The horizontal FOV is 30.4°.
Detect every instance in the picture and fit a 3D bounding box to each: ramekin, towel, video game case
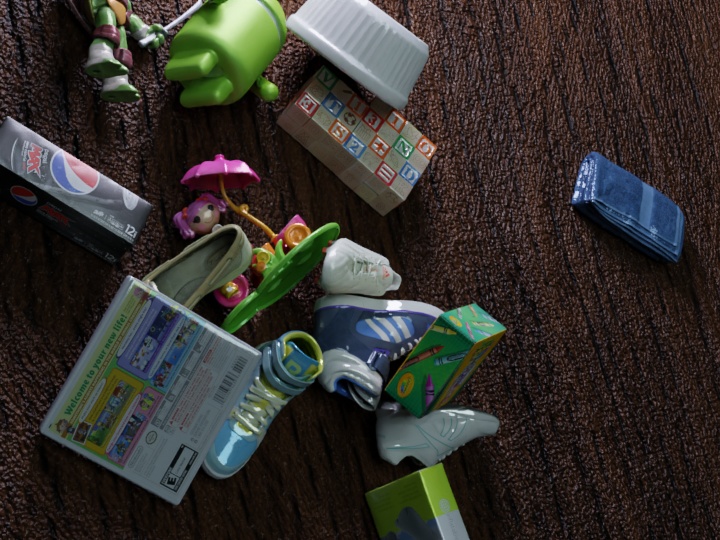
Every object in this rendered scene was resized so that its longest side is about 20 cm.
[{"bbox_3d":[0.003,-0.312,1.795,0.202,0.094,0.202,35,10,-7],"label":"ramekin"},{"bbox_3d":[0.426,-0.100,2.076,0.199,0.048,0.112,29,55,-19],"label":"towel"},{"bbox_3d":[-0.236,0.137,1.502,0.182,0.022,0.201,32,81,-18],"label":"video game case"}]

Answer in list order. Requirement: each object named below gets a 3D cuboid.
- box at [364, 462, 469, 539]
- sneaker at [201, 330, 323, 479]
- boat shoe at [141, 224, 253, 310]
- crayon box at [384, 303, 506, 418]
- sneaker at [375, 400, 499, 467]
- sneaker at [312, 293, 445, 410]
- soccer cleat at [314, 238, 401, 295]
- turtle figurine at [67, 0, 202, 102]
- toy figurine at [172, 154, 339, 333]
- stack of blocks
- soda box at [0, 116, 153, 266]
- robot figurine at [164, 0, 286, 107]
[{"bbox_3d":[0.085,0.347,1.605,0.047,0.122,0.201,-10,75,-40],"label":"box"},{"bbox_3d":[-0.115,0.148,1.558,0.079,0.130,0.201,37,54,-15],"label":"sneaker"},{"bbox_3d":[-0.214,0.019,1.543,0.200,0.063,0.073,-35,72,-5],"label":"boat shoe"},{"bbox_3d":[0.110,0.110,1.668,0.058,0.119,0.200,38,13,12],"label":"crayon box"},{"bbox_3d":[0.096,0.212,1.718,0.199,0.070,0.081,5,91,-36],"label":"sneaker"},{"bbox_3d":[0.029,0.115,1.695,0.199,0.081,0.147,10,61,-27],"label":"sneaker"},{"bbox_3d":[0.000,0.000,1.675,0.077,0.200,0.070,16,93,14],"label":"soccer cleat"},{"bbox_3d":[-0.274,-0.318,1.657,0.199,0.144,0.195,12,67,-25],"label":"turtle figurine"},{"bbox_3d":[-0.159,-0.049,1.646,0.200,0.150,0.184,-42,81,-14],"label":"toy figurine"},{"bbox_3d":[-0.004,-0.187,1.827,0.200,0.059,0.115,40,53,-12],"label":"stack of blocks"},{"bbox_3d":[-0.349,-0.091,1.550,0.199,0.071,0.064,32,54,-17],"label":"soda box"},{"bbox_3d":[-0.172,-0.296,1.729,0.200,0.115,0.176,-57,130,-38],"label":"robot figurine"}]
